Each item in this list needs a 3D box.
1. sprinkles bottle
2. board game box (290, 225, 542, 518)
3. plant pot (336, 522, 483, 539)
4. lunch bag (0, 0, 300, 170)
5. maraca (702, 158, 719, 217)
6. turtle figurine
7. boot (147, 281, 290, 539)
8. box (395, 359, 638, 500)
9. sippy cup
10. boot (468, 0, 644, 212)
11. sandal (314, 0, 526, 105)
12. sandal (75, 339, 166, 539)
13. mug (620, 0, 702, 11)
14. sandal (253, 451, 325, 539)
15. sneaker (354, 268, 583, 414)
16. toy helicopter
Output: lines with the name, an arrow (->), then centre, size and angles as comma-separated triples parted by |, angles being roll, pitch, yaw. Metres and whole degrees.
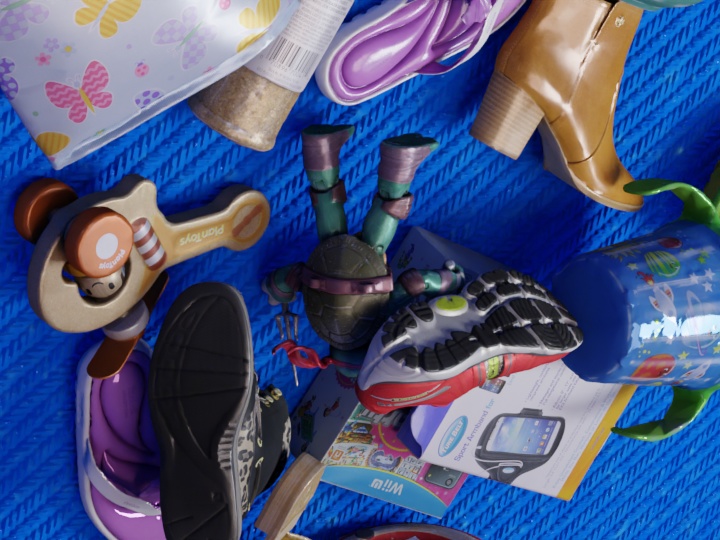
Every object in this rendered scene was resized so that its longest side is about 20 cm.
sprinkles bottle -> -0.042, -0.180, 1.513 | 0.068, 0.068, 0.200 | 19, 107, -40
board game box -> 0.051, 0.081, 1.748 | 0.147, 0.064, 0.200 | 22, 106, -40
plant pot -> 0.035, 0.315, 1.801 | 0.200, 0.200, 0.183 | -14, 119, -26
lunch bag -> -0.152, -0.191, 1.399 | 0.200, 0.127, 0.170 | -29, 129, -2
maraca -> 0.351, -0.074, 1.815 | 0.200, 0.107, 0.137 | -50, 140, 4
turtle figurine -> 0.000, 0.000, 1.608 | 0.149, 0.101, 0.200 | 4, 107, 4
boot -> -0.097, 0.094, 1.623 | 0.073, 0.154, 0.204 | 4, 104, 12
box -> 0.116, 0.103, 1.738 | 0.200, 0.041, 0.119 | 20, 105, -40
sippy cup -> 0.216, 0.031, 1.705 | 0.130, 0.178, 0.140 | -5, 157, -38
boot -> 0.179, -0.133, 1.690 | 0.201, 0.071, 0.144 | 22, 101, -43
sandal -> 0.061, -0.175, 1.597 | 0.203, 0.050, 0.083 | -37, 132, -9
sandal -> -0.165, 0.139, 1.640 | 0.082, 0.050, 0.203 | -26, 130, -17
mug -> 0.207, -0.248, 1.577 | 0.185, 0.152, 0.115 | 13, 111, -38
sandal -> -0.055, 0.231, 1.719 | 0.078, 0.070, 0.212 | -46, 165, -48
sneaker -> 0.073, 0.057, 1.619 | 0.200, 0.077, 0.085 | -9, 147, -39
toy helicopter -> -0.143, -0.008, 1.559 | 0.200, 0.079, 0.132 | -20, 122, -38
